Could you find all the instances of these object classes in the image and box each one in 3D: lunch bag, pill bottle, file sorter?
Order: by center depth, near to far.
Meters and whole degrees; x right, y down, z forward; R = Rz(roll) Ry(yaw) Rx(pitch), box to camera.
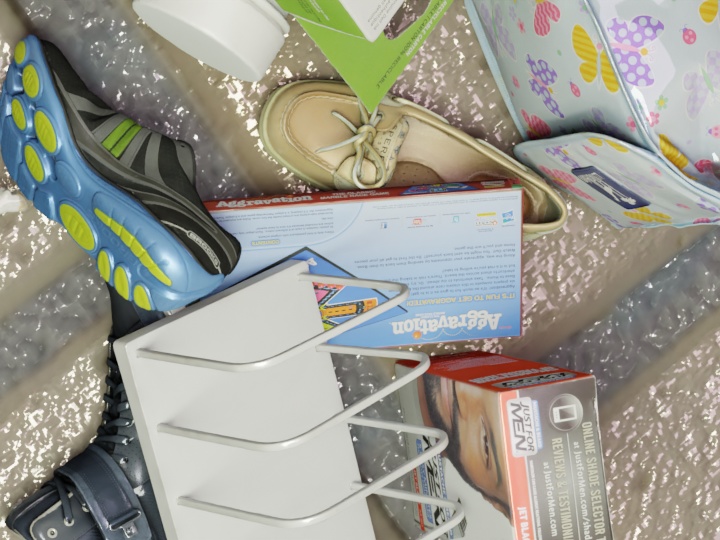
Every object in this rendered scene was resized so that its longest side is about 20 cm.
[{"bbox_3d":[-0.028,0.112,1.158,0.139,0.124,0.200,-26,109,-38],"label":"file sorter"},{"bbox_3d":[-0.049,-0.220,1.202,0.114,0.114,0.200,32,83,-15],"label":"pill bottle"},{"bbox_3d":[0.162,-0.117,1.237,0.127,0.170,0.200,-27,100,-17],"label":"lunch bag"}]

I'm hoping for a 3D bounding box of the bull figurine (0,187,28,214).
[{"bbox_3d":[-0.272,-0.038,1.161,0.121,0.065,0.200,-43,117,-26],"label":"bull figurine"}]

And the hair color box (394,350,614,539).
[{"bbox_3d":[0.082,0.112,1.206,0.064,0.200,0.111,-8,94,-16],"label":"hair color box"}]

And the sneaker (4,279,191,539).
[{"bbox_3d":[-0.153,0.093,1.201,0.146,0.077,0.202,-22,99,-17],"label":"sneaker"}]

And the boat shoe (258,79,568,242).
[{"bbox_3d":[0.035,-0.070,1.258,0.200,0.063,0.073,17,88,-16],"label":"boat shoe"}]

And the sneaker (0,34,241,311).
[{"bbox_3d":[-0.144,-0.058,1.182,0.083,0.071,0.200,-19,60,-45],"label":"sneaker"}]

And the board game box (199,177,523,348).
[{"bbox_3d":[0.000,0.000,1.237,0.200,0.019,0.103,-4,114,-6],"label":"board game box"}]

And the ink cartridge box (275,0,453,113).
[{"bbox_3d":[0.023,-0.193,1.145,0.148,0.076,0.200,-55,137,-12],"label":"ink cartridge box"}]
